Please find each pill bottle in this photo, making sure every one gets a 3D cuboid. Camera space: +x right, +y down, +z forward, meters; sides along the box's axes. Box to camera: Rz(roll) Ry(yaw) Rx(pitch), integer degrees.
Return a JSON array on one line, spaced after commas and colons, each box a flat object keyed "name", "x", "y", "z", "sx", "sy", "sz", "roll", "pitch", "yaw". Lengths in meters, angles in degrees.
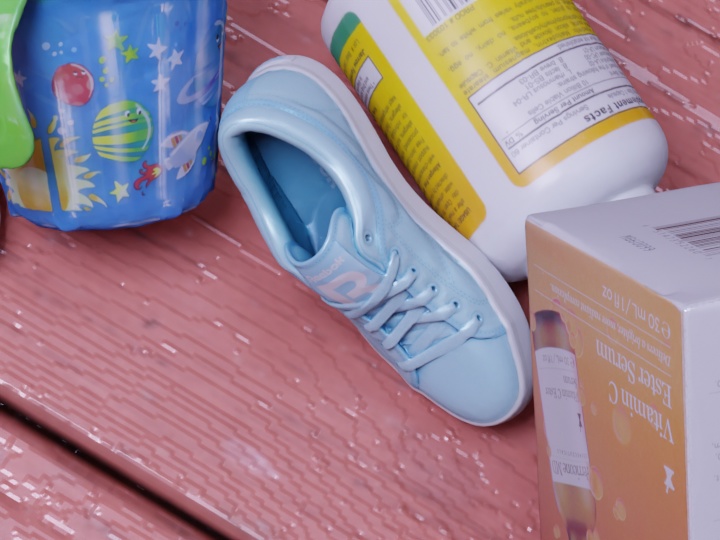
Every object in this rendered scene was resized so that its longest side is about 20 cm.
[{"name": "pill bottle", "x": 0.076, "y": -0.067, "z": 1.020, "sx": 0.112, "sy": 0.113, "sz": 0.201, "roll": -28, "pitch": 76, "yaw": -24}]

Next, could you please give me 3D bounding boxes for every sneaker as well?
[{"name": "sneaker", "x": 0.000, "y": 0.000, "z": 0.968, "sx": 0.200, "sy": 0.074, "sz": 0.082, "roll": 50, "pitch": 33, "yaw": -4}]

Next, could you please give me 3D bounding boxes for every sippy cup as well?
[{"name": "sippy cup", "x": -0.117, "y": -0.091, "z": 0.959, "sx": 0.177, "sy": 0.139, "sz": 0.131, "roll": -15, "pitch": 110, "yaw": -32}]

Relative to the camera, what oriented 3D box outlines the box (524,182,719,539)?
[{"name": "box", "x": 0.150, "y": 0.081, "z": 0.904, "sx": 0.105, "sy": 0.152, "sz": 0.202, "roll": -10, "pitch": 107, "yaw": -18}]
